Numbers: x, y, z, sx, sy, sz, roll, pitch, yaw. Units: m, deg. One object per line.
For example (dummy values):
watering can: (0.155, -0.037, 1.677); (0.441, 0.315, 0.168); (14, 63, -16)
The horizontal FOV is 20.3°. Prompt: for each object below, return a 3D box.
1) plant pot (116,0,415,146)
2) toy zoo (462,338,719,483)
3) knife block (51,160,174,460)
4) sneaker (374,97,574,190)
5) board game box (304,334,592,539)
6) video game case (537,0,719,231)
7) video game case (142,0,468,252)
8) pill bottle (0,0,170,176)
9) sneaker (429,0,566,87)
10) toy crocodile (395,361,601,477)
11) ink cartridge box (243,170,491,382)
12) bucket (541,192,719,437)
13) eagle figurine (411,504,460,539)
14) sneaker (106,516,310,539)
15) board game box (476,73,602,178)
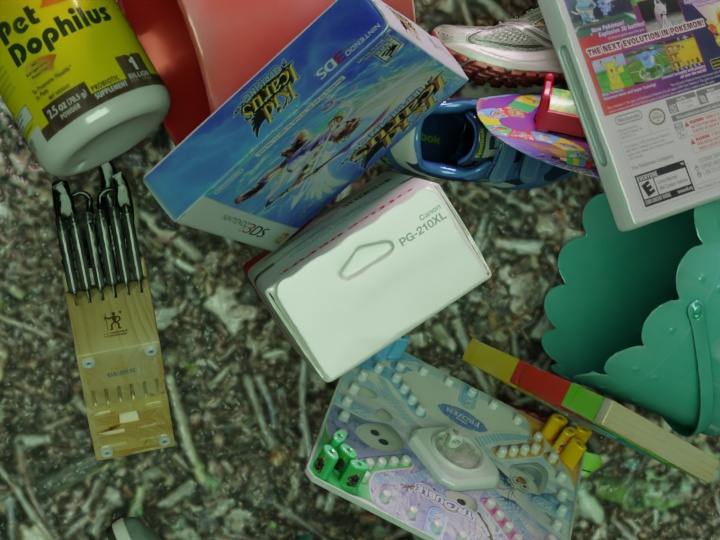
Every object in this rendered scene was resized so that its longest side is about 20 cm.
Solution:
plant pot: (-0.068, -0.192, 1.478); (0.176, 0.200, 0.202); (-23, 98, -17)
toy zoo: (0.164, 0.101, 1.533); (0.131, 0.200, 0.021); (29, 86, -37)
knife block: (-0.192, 0.022, 1.542); (0.063, 0.176, 0.201); (-10, 141, -6)
sneaker: (0.101, -0.098, 1.550); (0.199, 0.082, 0.075); (-1, 96, -22)
board game box: (0.071, 0.131, 1.466); (0.199, 0.200, 0.026); (27, 120, -3)
video game case: (0.227, -0.137, 1.438); (0.199, 0.023, 0.183); (-18, 87, -36)
video game case: (-0.033, -0.101, 1.415); (0.200, 0.181, 0.046); (-41, 74, 11)
pill bottle: (-0.230, -0.178, 1.474); (0.109, 0.109, 0.201); (-30, 82, -5)
sneaker: (0.147, -0.185, 1.567); (0.198, 0.078, 0.083); (-4, 89, -16)
toy crocodile: (0.095, 0.121, 1.582); (0.199, 0.068, 0.062); (16, 92, -9)
ink cartridge box: (0.000, 0.000, 1.490); (0.144, 0.200, 0.085); (-33, 99, -4)
bucket: (0.245, 0.020, 1.532); (0.134, 0.207, 0.208); (27, 91, -18)
eagle figurine: (0.064, 0.275, 1.480); (0.150, 0.153, 0.200); (-29, 138, 31)
sneaker: (-0.092, 0.237, 1.554); (0.121, 0.084, 0.200); (-42, 107, 2)
board game box: (0.184, -0.120, 1.482); (0.199, 0.158, 0.039); (-9, 121, -37)
